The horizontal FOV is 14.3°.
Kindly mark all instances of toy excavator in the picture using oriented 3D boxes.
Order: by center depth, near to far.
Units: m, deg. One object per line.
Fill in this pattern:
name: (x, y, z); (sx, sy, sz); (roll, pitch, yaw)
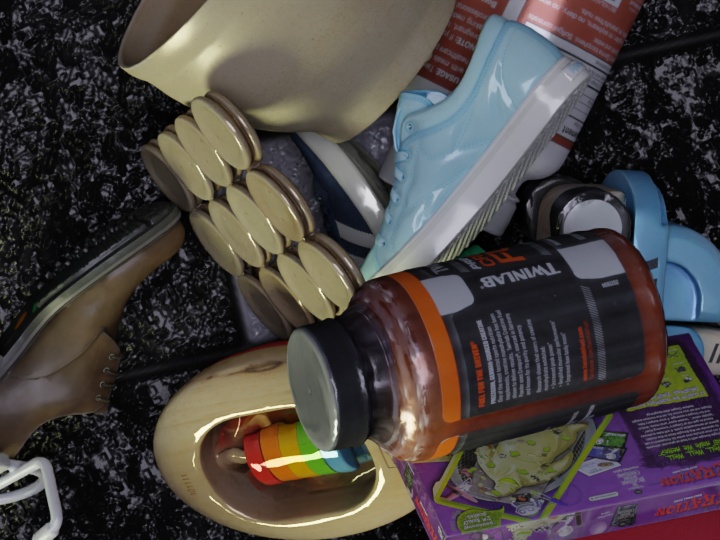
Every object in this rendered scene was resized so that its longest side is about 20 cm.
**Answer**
toy excavator: (0.199, 0.037, 1.766); (0.199, 0.100, 0.195); (2, 96, -11)

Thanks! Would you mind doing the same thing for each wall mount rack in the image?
wall mount rack: (-0.281, 0.159, 1.722); (0.174, 0.200, 0.075); (-31, 61, 34)

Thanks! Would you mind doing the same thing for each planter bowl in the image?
planter bowl: (-0.030, -0.160, 1.691); (0.135, 0.200, 0.200); (37, 93, -17)

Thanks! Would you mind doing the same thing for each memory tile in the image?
memory tile: (-0.063, -0.029, 1.694); (0.017, 0.200, 0.153); (-38, 94, -18)

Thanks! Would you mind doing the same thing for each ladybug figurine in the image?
ladybug figurine: (-0.029, 0.095, 1.740); (0.200, 0.072, 0.136); (-8, 122, 25)

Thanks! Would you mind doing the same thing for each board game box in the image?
board game box: (0.120, 0.100, 1.646); (0.200, 0.120, 0.032); (-9, 131, -17)

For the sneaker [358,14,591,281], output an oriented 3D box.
sneaker: (0.045, -0.062, 1.659); (0.082, 0.074, 0.200); (42, 106, 10)

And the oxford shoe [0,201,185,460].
oxford shoe: (-0.171, 0.039, 1.762); (0.084, 0.073, 0.200); (43, 100, -14)

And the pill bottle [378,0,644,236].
pill bottle: (0.092, -0.128, 1.731); (0.112, 0.112, 0.200); (26, 94, -4)

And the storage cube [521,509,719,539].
storage cube: (0.132, 0.195, 1.695); (0.199, 0.180, 0.171); (9, 131, -4)

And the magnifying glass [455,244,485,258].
magnifying glass: (0.106, 0.064, 1.742); (0.022, 0.080, 0.200); (-35, 127, -5)

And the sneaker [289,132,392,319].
sneaker: (0.000, 0.000, 1.761); (0.084, 0.075, 0.200); (-34, 90, 13)

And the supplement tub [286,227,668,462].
supplement tub: (0.063, 0.045, 1.600); (0.200, 0.107, 0.107); (-13, 96, -21)
